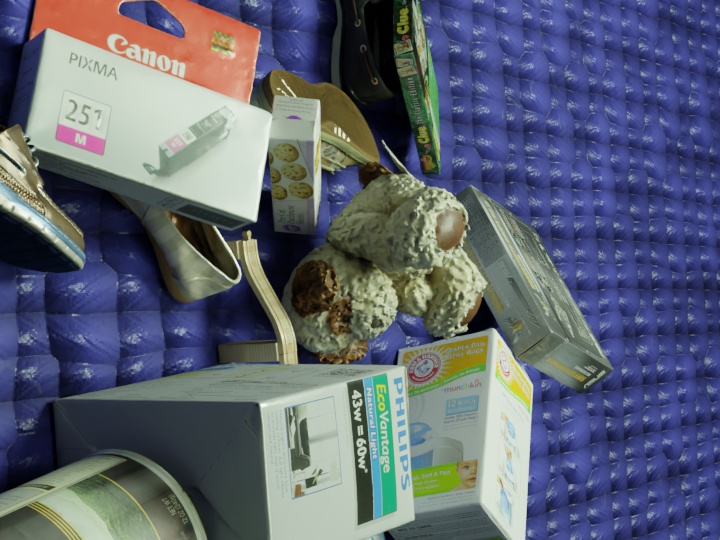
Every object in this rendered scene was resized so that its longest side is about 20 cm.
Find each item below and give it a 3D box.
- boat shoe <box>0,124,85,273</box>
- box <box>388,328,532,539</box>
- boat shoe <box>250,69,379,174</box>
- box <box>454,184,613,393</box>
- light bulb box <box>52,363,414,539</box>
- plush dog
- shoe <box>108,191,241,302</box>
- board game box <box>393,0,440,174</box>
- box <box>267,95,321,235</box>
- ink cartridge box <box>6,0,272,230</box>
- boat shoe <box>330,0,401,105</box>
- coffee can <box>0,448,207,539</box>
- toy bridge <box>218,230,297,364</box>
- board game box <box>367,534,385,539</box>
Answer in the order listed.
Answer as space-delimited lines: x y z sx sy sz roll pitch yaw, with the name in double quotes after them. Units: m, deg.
-0.253 -0.067 1.129 0.200 0.072 0.073 44 50 -47 "boat shoe"
0.096 0.172 1.599 0.102 0.112 0.201 52 35 -42 "box"
-0.049 -0.129 1.487 0.200 0.062 0.074 21 43 -58 "boat shoe"
0.174 0.021 1.737 0.158 0.048 0.201 27 31 -54 "box"
-0.091 0.143 1.247 0.199 0.197 0.126 -7 95 -57 "light bulb box"
0.000 0.000 1.461 0.172 0.160 0.200 -42 153 -11 "plush dog"
-0.154 -0.062 1.304 0.070 0.053 0.201 -59 134 -43 "shoe"
0.056 -0.191 1.603 0.200 0.023 0.106 72 13 -58 "board game box"
-0.054 -0.085 1.387 0.200 0.041 0.039 96 1 -69 "box"
-0.158 -0.141 1.249 0.199 0.043 0.175 18 71 -31 "ink cartridge box"
0.007 -0.260 1.581 0.073 0.063 0.203 3 83 -57 "boat shoe"
-0.214 0.215 1.090 0.200 0.145 0.148 -21 104 -57 "coffee can"
-0.086 0.067 1.387 0.027 0.067 0.202 -10 96 -58 "toy bridge"
-0.038 0.277 1.469 0.200 0.036 0.153 -34 115 -56 "board game box"
